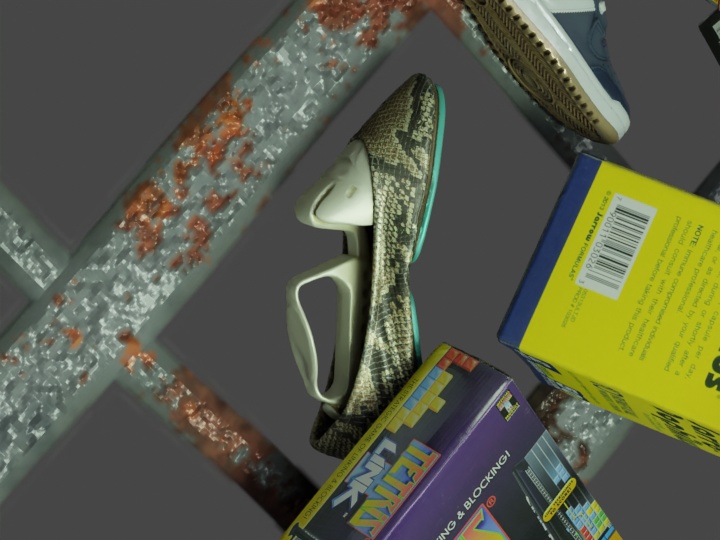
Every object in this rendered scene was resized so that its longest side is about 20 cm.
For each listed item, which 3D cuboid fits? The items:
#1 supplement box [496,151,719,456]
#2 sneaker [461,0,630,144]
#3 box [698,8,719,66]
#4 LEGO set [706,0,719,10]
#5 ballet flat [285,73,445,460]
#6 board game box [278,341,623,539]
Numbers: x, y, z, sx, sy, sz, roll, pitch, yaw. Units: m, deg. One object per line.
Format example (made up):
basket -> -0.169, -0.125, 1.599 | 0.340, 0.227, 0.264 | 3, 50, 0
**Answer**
supplement box -> 0.188, 0.035, 1.457 | 0.110, 0.200, 0.109 | -65, 159, -6
sneaker -> 0.101, -0.167, 1.474 | 0.108, 0.070, 0.200 | -44, 109, -14
box -> 0.276, -0.069, 1.542 | 0.110, 0.035, 0.200 | -24, 81, -28
LEGO set -> 0.228, -0.218, 1.480 | 0.200, 0.116, 0.154 | -30, 145, -29
ballet flat -> 0.000, 0.000, 1.448 | 0.075, 0.068, 0.200 | 1, 99, -17
board game box -> 0.030, 0.162, 1.451 | 0.200, 0.057, 0.165 | -51, 139, -13
